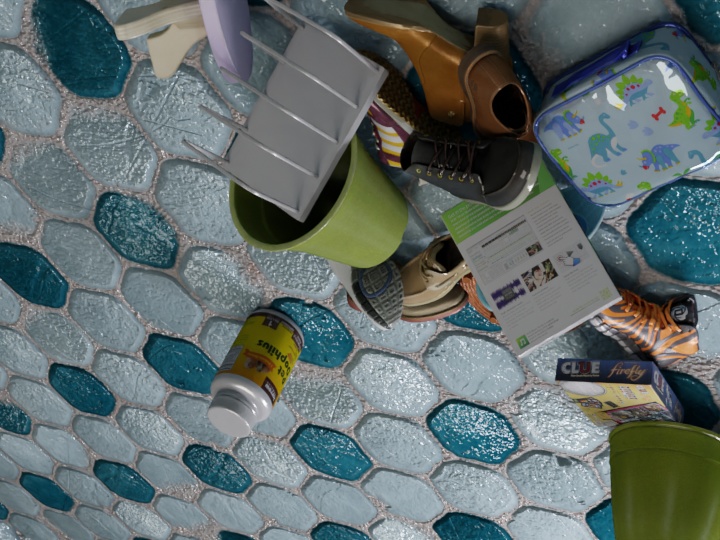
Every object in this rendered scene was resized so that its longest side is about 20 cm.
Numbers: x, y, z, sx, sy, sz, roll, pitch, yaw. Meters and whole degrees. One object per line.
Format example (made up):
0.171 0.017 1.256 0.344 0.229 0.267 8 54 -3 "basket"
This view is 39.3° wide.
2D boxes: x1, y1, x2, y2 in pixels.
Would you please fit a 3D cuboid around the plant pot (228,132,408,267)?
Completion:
-0.035 -0.089 1.294 0.197 0.204 0.189 -6 158 34 "plant pot"

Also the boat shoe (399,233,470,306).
0.109 -0.014 1.370 0.199 0.072 0.064 -33 151 33 "boat shoe"

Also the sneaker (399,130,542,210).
0.118 -0.117 1.134 0.105 0.076 0.199 17 173 -20 "sneaker"

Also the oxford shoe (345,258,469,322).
0.060 0.024 1.465 0.196 0.071 0.076 2 130 26 "oxford shoe"

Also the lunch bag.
0.299 -0.170 1.105 0.161 0.083 0.199 43 138 -20 "lunch bag"

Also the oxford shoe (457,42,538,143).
0.166 -0.168 1.137 0.071 0.072 0.200 -38 147 6 "oxford shoe"

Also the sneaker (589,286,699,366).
0.374 0.050 1.319 0.111 0.079 0.199 -25 130 39 "sneaker"

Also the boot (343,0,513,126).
0.077 -0.238 1.166 0.197 0.071 0.145 12 138 12 "boot"

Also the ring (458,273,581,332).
0.228 0.026 1.409 0.197 0.019 0.202 16 140 13 "ring"

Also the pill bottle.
-0.175 0.169 1.650 0.107 0.202 0.110 15 141 13 "pill bottle"

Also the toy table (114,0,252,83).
-0.204 -0.313 1.173 0.115 0.184 0.204 -3 113 10 "toy table"

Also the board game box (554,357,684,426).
0.370 0.177 1.426 0.133 0.035 0.200 0 155 30 "board game box"

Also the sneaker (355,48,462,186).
0.035 -0.181 1.248 0.200 0.075 0.090 42 133 -16 "sneaker"

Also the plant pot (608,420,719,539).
0.447 0.351 1.467 0.197 0.196 0.201 14 153 7 "plant pot"

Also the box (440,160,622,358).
0.204 -0.018 1.219 0.143 0.036 0.202 -30 77 10 "box"

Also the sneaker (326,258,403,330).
0.000 0.000 1.429 0.202 0.073 0.088 61 163 22 "sneaker"

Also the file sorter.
-0.093 -0.187 1.151 0.138 0.202 0.124 34 -173 28 "file sorter"

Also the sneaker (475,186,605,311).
0.235 -0.024 1.296 0.080 0.199 0.130 50 -172 16 "sneaker"
